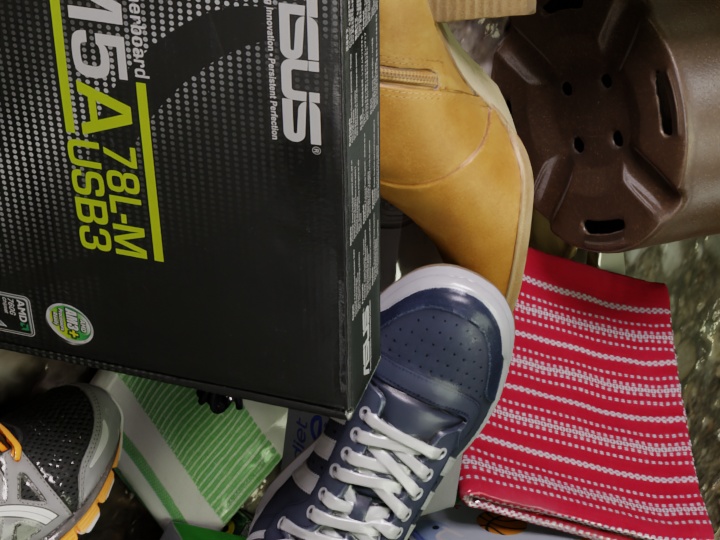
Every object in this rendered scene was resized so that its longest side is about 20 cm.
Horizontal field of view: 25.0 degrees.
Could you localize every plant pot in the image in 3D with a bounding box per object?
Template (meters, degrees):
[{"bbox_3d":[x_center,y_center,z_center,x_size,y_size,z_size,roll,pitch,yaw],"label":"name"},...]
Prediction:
[{"bbox_3d":[0.192,-0.103,0.904,0.198,0.200,0.201,-15,125,-33],"label":"plant pot"}]

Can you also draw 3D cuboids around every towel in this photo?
[{"bbox_3d":[0.116,0.062,0.884,0.144,0.200,0.023,16,130,-12],"label":"towel"},{"bbox_3d":[-0.051,0.039,0.842,0.200,0.023,0.153,-46,140,-17],"label":"towel"}]

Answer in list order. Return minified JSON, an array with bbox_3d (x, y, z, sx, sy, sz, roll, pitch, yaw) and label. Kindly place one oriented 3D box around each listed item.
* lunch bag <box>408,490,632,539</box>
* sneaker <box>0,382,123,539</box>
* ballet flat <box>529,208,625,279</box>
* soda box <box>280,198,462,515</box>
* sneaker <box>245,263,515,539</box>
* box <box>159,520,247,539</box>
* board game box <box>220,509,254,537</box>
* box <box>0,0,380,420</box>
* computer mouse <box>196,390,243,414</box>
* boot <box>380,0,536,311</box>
[{"bbox_3d":[0.055,0.139,0.887,0.160,0.200,0.076,-5,113,-32],"label":"lunch bag"},{"bbox_3d":[-0.186,0.101,0.688,0.200,0.078,0.077,-35,127,-31],"label":"sneaker"},{"bbox_3d":[0.129,0.030,1.009,0.069,0.063,0.200,-29,134,-37],"label":"ballet flat"},{"bbox_3d":[0.015,0.018,0.772,0.063,0.068,0.200,-9,115,-39],"label":"soda box"},{"bbox_3d":[-0.001,0.095,0.679,0.200,0.070,0.109,-58,-176,35],"label":"sneaker"},{"bbox_3d":[-0.066,0.256,0.797,0.097,0.200,0.177,19,106,-35],"label":"box"},{"bbox_3d":[-0.046,0.210,0.964,0.105,0.023,0.200,-56,143,-1],"label":"board game box"},{"bbox_3d":[-0.088,-0.049,0.605,0.048,0.193,0.200,-57,154,-50],"label":"box"},{"bbox_3d":[0.000,0.000,0.829,0.200,0.044,0.110,-13,116,-37],"label":"computer mouse"},{"bbox_3d":[-0.005,-0.056,0.660,0.144,0.071,0.202,-5,123,-5],"label":"boot"}]
